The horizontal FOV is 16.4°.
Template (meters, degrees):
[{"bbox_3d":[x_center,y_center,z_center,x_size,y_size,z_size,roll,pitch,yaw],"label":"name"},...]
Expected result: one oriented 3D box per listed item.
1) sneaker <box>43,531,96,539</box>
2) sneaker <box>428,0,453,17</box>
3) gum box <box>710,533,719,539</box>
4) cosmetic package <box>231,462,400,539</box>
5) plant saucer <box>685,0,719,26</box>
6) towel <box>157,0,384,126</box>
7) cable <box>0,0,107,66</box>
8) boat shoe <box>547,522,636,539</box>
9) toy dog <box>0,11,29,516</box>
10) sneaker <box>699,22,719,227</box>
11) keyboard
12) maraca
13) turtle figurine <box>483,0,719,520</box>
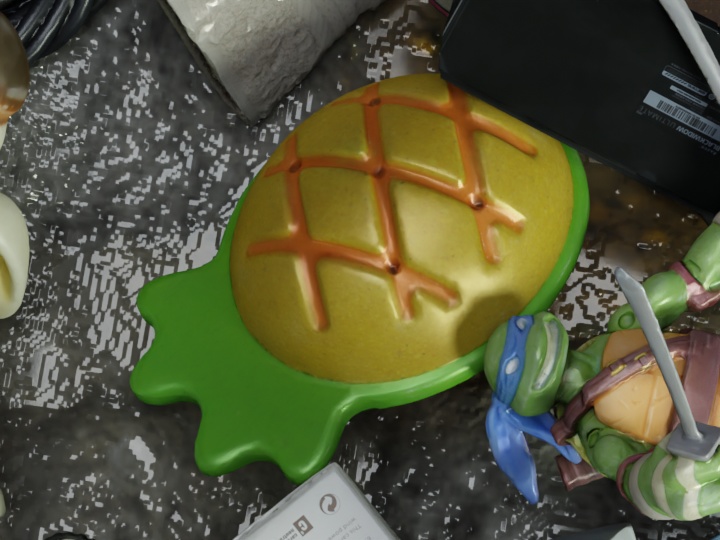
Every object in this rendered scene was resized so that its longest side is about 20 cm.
[{"bbox_3d":[-0.075,0.192,0.976,0.080,0.074,0.201,-36,80,-4],"label":"sneaker"},{"bbox_3d":[0.075,-0.193,1.020,0.080,0.074,0.202,2,72,42],"label":"sneaker"},{"bbox_3d":[0.228,0.157,0.948,0.169,0.045,0.200,-31,56,-8],"label":"gum box"},{"bbox_3d":[0.024,0.179,0.959,0.085,0.108,0.200,-37,79,-5],"label":"cosmetic package"},{"bbox_3d":[0.143,-0.155,1.018,0.199,0.037,0.202,-18,60,34],"label":"plant saucer"},{"bbox_3d":[-0.035,-0.156,0.989,0.132,0.200,0.034,-43,53,-7],"label":"towel"},{"bbox_3d":[-0.185,-0.153,1.059,0.198,0.051,0.165,11,79,3],"label":"cable"},{"bbox_3d":[0.076,0.133,0.924,0.068,0.200,0.057,-15,90,3],"label":"boat shoe"},{"bbox_3d":[-0.201,-0.020,0.967,0.138,0.194,0.202,12,85,16],"label":"toy dog"},{"bbox_3d":[0.205,-0.102,1.000,0.075,0.115,0.201,28,79,-26],"label":"sneaker"},{"bbox_3d":[0.136,-0.080,0.943,0.199,0.127,0.021,26,38,-6],"label":"keyboard"},{"bbox_3d":[0.000,0.000,0.992,0.200,0.107,0.137,-39,57,-10],"label":"maraca"},{"bbox_3d":[0.153,0.033,0.910,0.192,0.144,0.201,19,115,-8],"label":"turtle figurine"}]
